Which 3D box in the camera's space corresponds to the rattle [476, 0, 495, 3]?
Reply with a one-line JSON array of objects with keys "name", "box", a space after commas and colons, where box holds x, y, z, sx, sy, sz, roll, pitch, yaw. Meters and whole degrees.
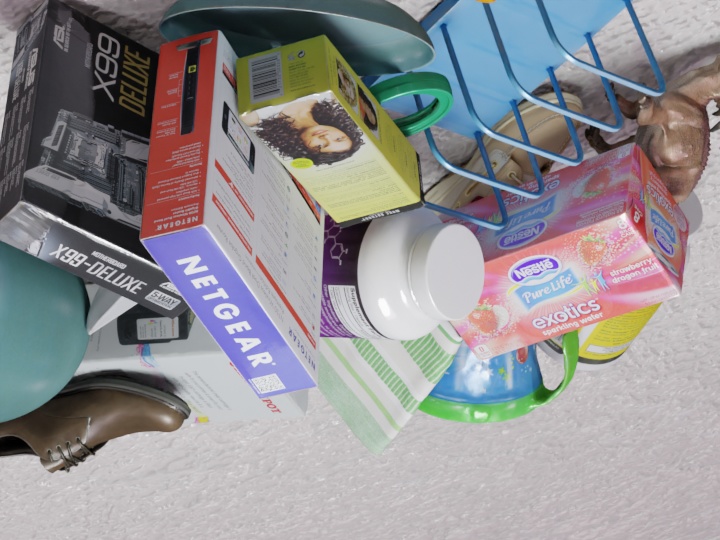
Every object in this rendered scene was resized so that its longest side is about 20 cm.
[{"name": "rattle", "box": [-0.008, -0.195, 1.390, 0.199, 0.143, 0.130, -29, 164, 8]}]

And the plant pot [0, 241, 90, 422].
[{"name": "plant pot", "box": [-0.315, 0.035, 1.556, 0.200, 0.201, 0.161, -32, 156, 23]}]

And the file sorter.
[{"name": "file sorter", "box": [0.121, -0.143, 1.533, 0.138, 0.123, 0.200, 16, 136, -39]}]

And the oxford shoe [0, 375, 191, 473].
[{"name": "oxford shoe", "box": [-0.243, 0.140, 1.685, 0.199, 0.085, 0.073, -5, 150, 18]}]

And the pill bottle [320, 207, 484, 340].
[{"name": "pill bottle", "box": [0.000, 0.000, 1.582, 0.199, 0.113, 0.112, 0, 162, 40]}]

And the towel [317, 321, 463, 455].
[{"name": "towel", "box": [0.010, 0.063, 1.781, 0.023, 0.153, 0.200, -27, 161, -43]}]

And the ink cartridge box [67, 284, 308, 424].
[{"name": "ink cartridge box", "box": [-0.159, 0.073, 1.721, 0.199, 0.083, 0.146, -5, 151, 18]}]

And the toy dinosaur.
[{"name": "toy dinosaur", "box": [0.272, -0.107, 1.651, 0.135, 0.086, 0.201, 13, 123, -15]}]

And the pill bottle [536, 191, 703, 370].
[{"name": "pill bottle", "box": [0.238, -0.004, 1.802, 0.112, 0.113, 0.200, 0, 144, -24]}]

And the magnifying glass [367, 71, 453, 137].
[{"name": "magnifying glass", "box": [-0.009, -0.102, 1.504, 0.079, 0.022, 0.200, 5, 151, -46]}]

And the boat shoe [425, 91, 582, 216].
[{"name": "boat shoe", "box": [0.129, -0.076, 1.685, 0.074, 0.069, 0.200, 11, 139, -35]}]

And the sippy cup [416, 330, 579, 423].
[{"name": "sippy cup", "box": [0.108, 0.056, 1.805, 0.177, 0.140, 0.131, -2, 112, -9]}]

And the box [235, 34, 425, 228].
[{"name": "box", "box": [-0.020, -0.098, 1.419, 0.075, 0.050, 0.200, -14, 154, 18]}]

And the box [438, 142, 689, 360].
[{"name": "box", "box": [0.164, -0.015, 1.617, 0.199, 0.095, 0.103, -19, 124, 30]}]

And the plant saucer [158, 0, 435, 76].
[{"name": "plant saucer", "box": [-0.044, -0.174, 1.377, 0.199, 0.028, 0.200, 5, 173, 1]}]

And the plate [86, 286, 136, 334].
[{"name": "plate", "box": [-0.129, -0.048, 1.570, 0.200, 0.032, 0.200, -45, 177, 38]}]

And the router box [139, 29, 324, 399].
[{"name": "router box", "box": [-0.086, -0.038, 1.371, 0.049, 0.180, 0.200, -13, 139, 17]}]

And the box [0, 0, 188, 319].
[{"name": "box", "box": [-0.181, -0.083, 1.392, 0.157, 0.201, 0.050, 27, 134, -29]}]
